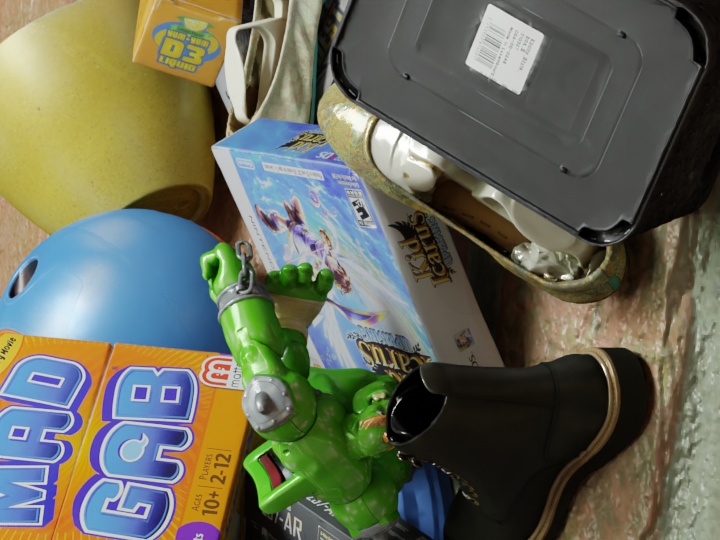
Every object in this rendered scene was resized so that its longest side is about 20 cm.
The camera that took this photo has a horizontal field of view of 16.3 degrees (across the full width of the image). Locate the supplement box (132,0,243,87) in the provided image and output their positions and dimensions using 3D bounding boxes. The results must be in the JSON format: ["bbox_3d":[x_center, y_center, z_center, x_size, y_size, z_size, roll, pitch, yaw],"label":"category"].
[{"bbox_3d":[-0.119,-0.218,1.799,0.200,0.066,0.069,-89,20,-53],"label":"supplement box"}]

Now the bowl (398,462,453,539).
[{"bbox_3d":[-0.004,0.180,1.637,0.201,0.039,0.201,-11,78,61],"label":"bowl"}]

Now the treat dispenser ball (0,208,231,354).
[{"bbox_3d":[-0.159,0.057,1.767,0.201,0.201,0.201,-11,77,61],"label":"treat dispenser ball"}]

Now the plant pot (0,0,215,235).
[{"bbox_3d":[-0.187,-0.091,1.869,0.142,0.200,0.200,61,140,22],"label":"plant pot"}]

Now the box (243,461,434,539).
[{"bbox_3d":[-0.001,0.223,1.535,0.200,0.043,0.160,28,123,47],"label":"box"}]

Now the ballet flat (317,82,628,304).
[{"bbox_3d":[0.063,-0.050,1.399,0.071,0.200,0.071,-55,-4,-6],"label":"ballet flat"}]

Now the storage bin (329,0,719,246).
[{"bbox_3d":[0.100,-0.118,1.323,0.200,0.094,0.135,32,116,22],"label":"storage bin"}]

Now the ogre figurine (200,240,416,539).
[{"bbox_3d":[-0.024,0.083,1.468,0.120,0.098,0.200,-99,-5,-49],"label":"ogre figurine"}]

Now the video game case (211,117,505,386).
[{"bbox_3d":[0.000,0.000,1.553,0.200,0.045,0.181,13,131,61],"label":"video game case"}]

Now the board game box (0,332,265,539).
[{"bbox_3d":[-0.173,0.184,1.612,0.200,0.200,0.200,-78,-8,-50],"label":"board game box"}]

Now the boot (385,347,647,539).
[{"bbox_3d":[0.056,0.106,1.430,0.200,0.138,0.078,-60,39,42],"label":"boot"}]

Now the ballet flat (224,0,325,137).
[{"bbox_3d":[-0.057,-0.176,1.697,0.067,0.062,0.200,4,89,61],"label":"ballet flat"}]

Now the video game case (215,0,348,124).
[{"bbox_3d":[-0.045,-0.169,1.764,0.200,0.025,0.181,-64,36,36],"label":"video game case"}]
